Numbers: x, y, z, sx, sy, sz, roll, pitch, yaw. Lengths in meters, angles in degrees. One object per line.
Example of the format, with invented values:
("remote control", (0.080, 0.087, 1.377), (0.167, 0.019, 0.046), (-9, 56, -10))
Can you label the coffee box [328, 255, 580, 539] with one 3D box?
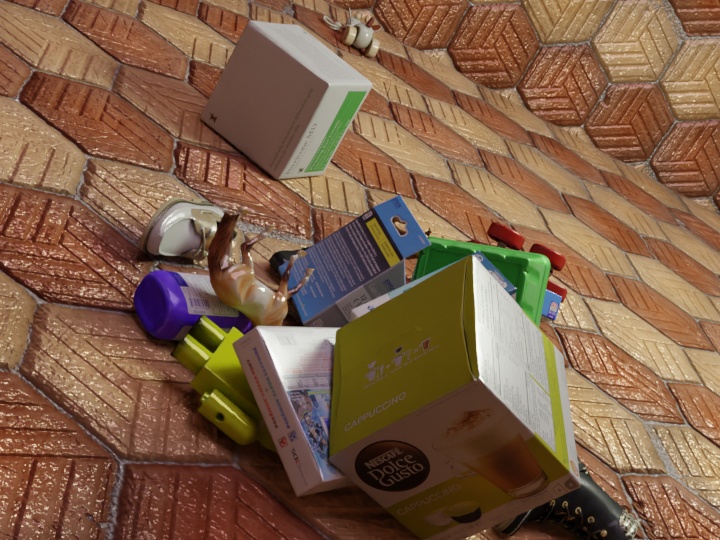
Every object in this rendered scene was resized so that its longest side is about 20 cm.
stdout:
("coffee box", (0.100, 0.147, 1.367), (0.198, 0.199, 0.201), (45, 29, -29))

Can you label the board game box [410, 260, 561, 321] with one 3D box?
("board game box", (0.201, 0.030, 2.002), (0.199, 0.045, 0.152), (24, -14, -21))

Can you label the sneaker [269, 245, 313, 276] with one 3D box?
("sneaker", (-0.045, -0.021, 1.818), (0.199, 0.088, 0.076), (8, 31, -46))

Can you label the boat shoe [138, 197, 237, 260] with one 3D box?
("boat shoe", (-0.224, -0.053, 1.659), (0.068, 0.075, 0.200), (30, 19, 11))

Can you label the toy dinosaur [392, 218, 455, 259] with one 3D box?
("toy dinosaur", (0.046, -0.039, 1.912), (0.198, 0.107, 0.061), (7, 54, 19))

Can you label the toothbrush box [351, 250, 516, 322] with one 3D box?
("toothbrush box", (0.091, 0.087, 1.573), (0.199, 0.147, 0.085), (-26, 50, -22))

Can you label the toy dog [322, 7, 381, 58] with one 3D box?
("toy dog", (0.000, -0.638, 3.233), (0.131, 0.097, 0.200), (14, 27, -39))

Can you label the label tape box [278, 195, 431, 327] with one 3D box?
("label tape box", (0.000, 0.000, 1.682), (0.066, 0.199, 0.144), (58, 2, -37))

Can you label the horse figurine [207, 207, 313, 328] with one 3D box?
("horse figurine", (-0.123, 0.013, 1.481), (0.050, 0.133, 0.200), (6, -29, 45))

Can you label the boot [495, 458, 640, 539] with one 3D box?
("boot", (0.261, 0.307, 1.543), (0.154, 0.074, 0.203), (45, 33, 9))

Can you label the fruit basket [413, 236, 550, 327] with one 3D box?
("fruit basket", (0.174, 0.040, 1.848), (0.213, 0.157, 0.216), (12, -7, 1))

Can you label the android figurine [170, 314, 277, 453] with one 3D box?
("android figurine", (-0.122, 0.136, 1.405), (0.200, 0.041, 0.182), (41, 20, -6))

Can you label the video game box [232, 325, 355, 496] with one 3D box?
("video game box", (-0.041, 0.152, 1.387), (0.199, 0.047, 0.183), (7, 52, -61))

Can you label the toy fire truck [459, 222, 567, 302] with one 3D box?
("toy fire truck", (0.263, -0.001, 2.189), (0.199, 0.113, 0.168), (27, -3, -7))

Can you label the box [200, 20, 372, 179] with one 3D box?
("box", (-0.128, -0.296, 2.154), (0.200, 0.200, 0.171), (39, 23, 19))

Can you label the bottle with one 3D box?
("bottle", (-0.179, 0.047, 1.512), (0.199, 0.065, 0.084), (7, 41, -49))
